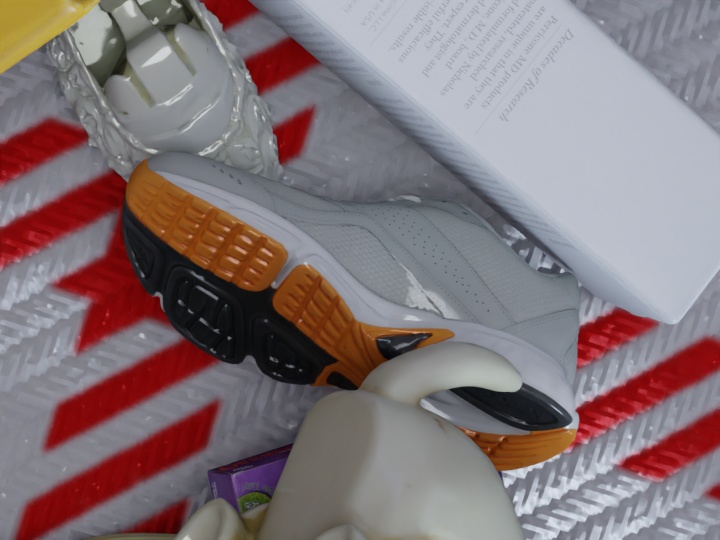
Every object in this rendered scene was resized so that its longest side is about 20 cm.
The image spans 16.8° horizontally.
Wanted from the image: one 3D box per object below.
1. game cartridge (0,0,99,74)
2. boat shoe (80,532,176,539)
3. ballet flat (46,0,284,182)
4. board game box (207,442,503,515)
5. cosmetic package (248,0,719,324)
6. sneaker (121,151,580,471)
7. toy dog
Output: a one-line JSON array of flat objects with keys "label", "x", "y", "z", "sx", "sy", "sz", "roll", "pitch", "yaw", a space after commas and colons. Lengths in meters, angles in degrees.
[{"label": "game cartridge", "x": -0.212, "y": -0.109, "z": 0.818, "sx": 0.199, "sy": 0.032, "sz": 0.177, "roll": -32, "pitch": 101, "yaw": 24}, {"label": "boat shoe", "x": -0.132, "y": 0.147, "z": 0.959, "sx": 0.199, "sy": 0.063, "sz": 0.074, "roll": -3, "pitch": 96, "yaw": -10}, {"label": "ballet flat", "x": -0.096, "y": -0.101, "z": 0.941, "sx": 0.072, "sy": 0.072, "sz": 0.201, "roll": -33, "pitch": 101, "yaw": -5}, {"label": "board game box", "x": 0.016, "y": 0.161, "z": 0.987, "sx": 0.119, "sy": 0.032, "sz": 0.202, "roll": -16, "pitch": 98, "yaw": -31}, {"label": "cosmetic package", "x": 0.056, "y": -0.071, "z": 0.952, "sx": 0.200, "sy": 0.101, "sz": 0.071, "roll": 40, "pitch": 87, "yaw": -12}, {"label": "sneaker", "x": 0.000, "y": 0.000, "z": 0.964, "sx": 0.199, "sy": 0.076, "sz": 0.092, "roll": 29, "pitch": 47, "yaw": -14}, {"label": "toy dog", "x": 0.033, "y": 0.146, "z": 0.919, "sx": 0.200, "sy": 0.139, "sz": 0.195, "roll": 41, "pitch": 61, "yaw": -26}]
